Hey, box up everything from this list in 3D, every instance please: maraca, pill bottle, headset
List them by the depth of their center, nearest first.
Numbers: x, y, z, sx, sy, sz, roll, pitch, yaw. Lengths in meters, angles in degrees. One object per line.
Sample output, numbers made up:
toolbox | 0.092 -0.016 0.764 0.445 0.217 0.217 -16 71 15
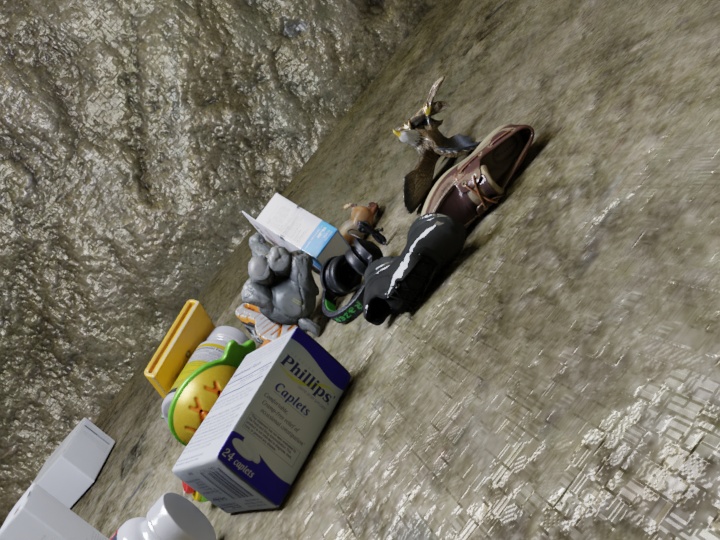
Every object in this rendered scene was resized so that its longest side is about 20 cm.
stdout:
pill bottle | -0.279 0.386 1.030 0.201 0.119 0.120 -49 13 1
headset | 0.000 0.000 1.317 0.123 0.093 0.203 -33 36 38
maraca | -0.234 0.205 1.361 0.200 0.138 0.106 -47 41 -15
pill bottle | -0.277 0.205 1.524 0.114 0.114 0.201 -38 17 38

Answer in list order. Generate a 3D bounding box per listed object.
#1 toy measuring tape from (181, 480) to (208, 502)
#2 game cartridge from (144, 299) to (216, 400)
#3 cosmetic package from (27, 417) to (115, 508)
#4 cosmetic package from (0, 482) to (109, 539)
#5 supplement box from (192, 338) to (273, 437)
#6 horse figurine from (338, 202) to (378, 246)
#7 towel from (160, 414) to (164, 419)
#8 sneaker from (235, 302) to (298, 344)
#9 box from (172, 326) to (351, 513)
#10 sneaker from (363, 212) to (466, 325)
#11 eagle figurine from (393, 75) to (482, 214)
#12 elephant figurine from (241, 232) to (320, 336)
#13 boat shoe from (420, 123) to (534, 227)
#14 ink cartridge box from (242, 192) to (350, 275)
toy measuring tape | -0.237 0.321 1.220 0.074 0.073 0.201 -60 0 -39
game cartridge | -0.327 0.188 1.592 0.032 0.202 0.178 10 53 24
cosmetic package | -0.820 0.565 2.310 0.199 0.123 0.201 -46 13 16
cosmetic package | -0.503 0.462 1.381 0.074 0.199 0.102 -48 13 0
supplement box | -0.179 0.209 1.289 0.201 0.066 0.069 -53 19 -13
horse figurine | -0.025 -0.072 1.572 0.200 0.050 0.132 -48 25 -18
towel | -0.391 0.286 1.880 0.150 0.031 0.199 -53 11 -21
sneaker | -0.160 0.108 1.505 0.078 0.078 0.199 -34 27 -17
box | -0.129 0.200 1.072 0.183 0.104 0.202 -30 24 56
sneaker | 0.069 0.006 1.057 0.200 0.075 0.092 -47 21 43
eagle figurine | 0.118 -0.199 1.370 0.154 0.147 0.202 88 168 -48
elephant figurine | -0.135 0.019 1.431 0.200 0.138 0.159 -166 84 -83
boat shoe | 0.156 -0.115 1.074 0.200 0.072 0.072 -45 12 -7
ink cartridge box | -0.109 -0.063 1.473 0.198 0.116 0.068 32 77 31
